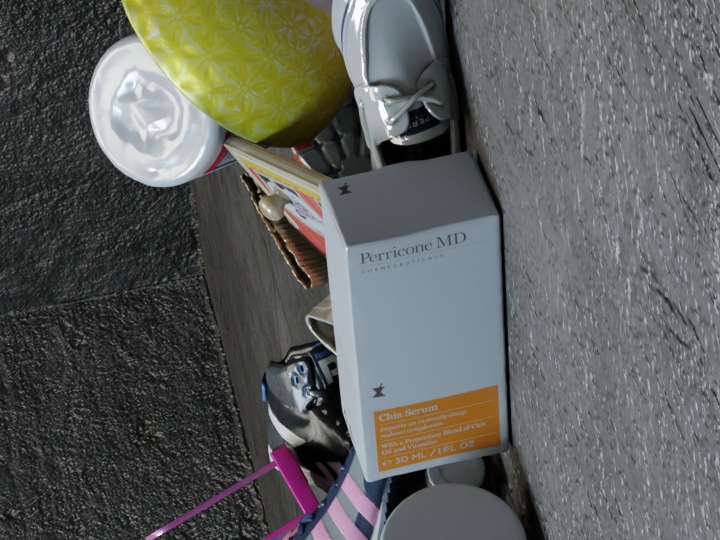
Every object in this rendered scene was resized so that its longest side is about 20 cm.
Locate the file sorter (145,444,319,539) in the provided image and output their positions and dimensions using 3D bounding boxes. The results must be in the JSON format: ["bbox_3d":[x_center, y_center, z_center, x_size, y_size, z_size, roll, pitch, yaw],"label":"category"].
[{"bbox_3d":[-0.057,0.245,1.810,0.201,0.125,0.139,60,175,3],"label":"file sorter"}]

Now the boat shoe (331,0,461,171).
[{"bbox_3d":[0.029,-0.104,1.557,0.066,0.071,0.201,-116,15,-49],"label":"boat shoe"}]

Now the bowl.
[{"bbox_3d":[-0.061,-0.196,1.711,0.107,0.199,0.201,-36,53,32],"label":"bowl"}]

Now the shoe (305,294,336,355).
[{"bbox_3d":[0.023,0.074,1.803,0.200,0.053,0.070,48,152,49],"label":"shoe"}]

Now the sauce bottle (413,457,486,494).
[{"bbox_3d":[0.061,0.182,1.747,0.200,0.064,0.065,88,168,-60],"label":"sauce bottle"}]

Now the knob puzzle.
[{"bbox_3d":[0.000,0.000,1.700,0.219,0.030,0.220,40,169,9],"label":"knob puzzle"}]

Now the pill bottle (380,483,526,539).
[{"bbox_3d":[0.060,0.233,1.639,0.201,0.112,0.114,89,168,-53],"label":"pill bottle"}]

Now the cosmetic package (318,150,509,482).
[{"bbox_3d":[0.036,0.031,1.574,0.071,0.101,0.201,-111,11,-49],"label":"cosmetic package"}]

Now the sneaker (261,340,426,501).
[{"bbox_3d":[-0.007,0.113,1.861,0.199,0.073,0.113,14,123,44],"label":"sneaker"}]

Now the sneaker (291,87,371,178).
[{"bbox_3d":[-0.010,-0.070,1.911,0.082,0.076,0.201,78,178,-57],"label":"sneaker"}]

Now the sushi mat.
[{"bbox_3d":[-0.040,-0.034,1.859,0.096,0.012,0.200,61,-168,2],"label":"sushi mat"}]

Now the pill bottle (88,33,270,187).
[{"bbox_3d":[-0.100,-0.134,1.807,0.200,0.110,0.112,-28,-69,-58],"label":"pill bottle"}]

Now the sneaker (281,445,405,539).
[{"bbox_3d":[-0.017,0.175,1.715,0.070,0.081,0.202,65,-145,-70],"label":"sneaker"}]
